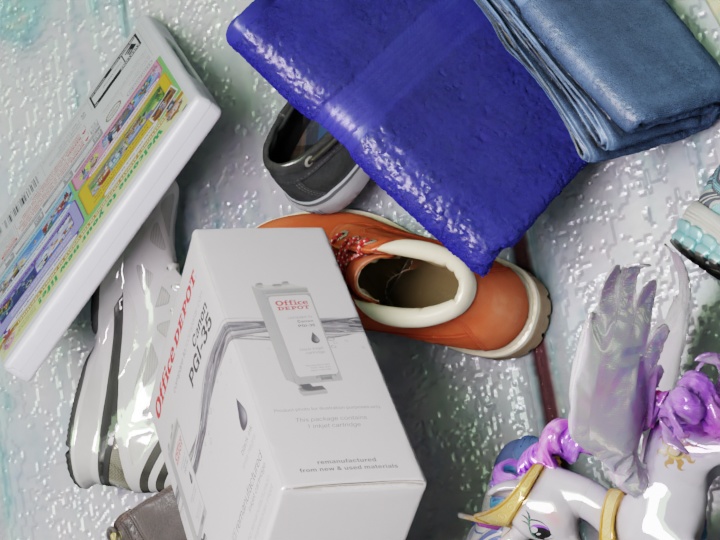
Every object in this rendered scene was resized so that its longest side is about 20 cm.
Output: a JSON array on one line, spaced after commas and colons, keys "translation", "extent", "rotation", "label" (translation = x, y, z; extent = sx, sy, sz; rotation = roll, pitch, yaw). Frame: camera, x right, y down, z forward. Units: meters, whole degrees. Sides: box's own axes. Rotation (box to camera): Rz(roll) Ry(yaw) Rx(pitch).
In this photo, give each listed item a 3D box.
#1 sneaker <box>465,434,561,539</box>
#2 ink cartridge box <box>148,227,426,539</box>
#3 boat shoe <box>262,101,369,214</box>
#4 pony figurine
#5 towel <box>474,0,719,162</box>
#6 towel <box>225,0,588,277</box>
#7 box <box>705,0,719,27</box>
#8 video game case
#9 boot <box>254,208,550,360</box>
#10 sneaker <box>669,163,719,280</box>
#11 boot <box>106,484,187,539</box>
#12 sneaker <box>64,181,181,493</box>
[{"translation": [0.058, 0.186, 1.409], "extent": [0.088, 0.075, 0.200], "rotation": [10, 85, 28], "label": "sneaker"}, {"translation": [-0.046, 0.094, 1.365], "extent": [0.200, 0.083, 0.147], "rotation": [-112, 30, -44], "label": "ink cartridge box"}, {"translation": [0.008, -0.128, 1.484], "extent": [0.069, 0.057, 0.200], "rotation": [22, 80, 36], "label": "boat shoe"}, {"translation": [0.163, 0.097, 1.305], "extent": [0.200, 0.167, 0.193], "rotation": [23, 99, 22], "label": "pony figurine"}, {"translation": [0.119, -0.149, 1.424], "extent": [0.200, 0.112, 0.049], "rotation": [53, 135, 22], "label": "towel"}, {"translation": [0.032, -0.102, 1.416], "extent": [0.200, 0.148, 0.050], "rotation": [43, 144, 2], "label": "towel"}, {"translation": [0.279, -0.120, 1.338], "extent": [0.144, 0.036, 0.200], "rotation": [-28, 56, 7], "label": "box"}, {"translation": [-0.165, -0.048, 1.535], "extent": [0.200, 0.022, 0.182], "rotation": [-54, 24, 9], "label": "video game case"}, {"translation": [0.000, 0.000, 1.455], "extent": [0.200, 0.107, 0.075], "rotation": [10, 87, 30], "label": "boot"}, {"translation": [0.265, -0.013, 1.341], "extent": [0.200, 0.078, 0.086], "rotation": [25, 89, 28], "label": "sneaker"}, {"translation": [-0.103, 0.208, 1.428], "extent": [0.200, 0.069, 0.174], "rotation": [-33, 51, -4], "label": "boot"}, {"translation": [-0.104, 0.040, 1.533], "extent": [0.115, 0.076, 0.201], "rotation": [7, 80, 11], "label": "sneaker"}]
